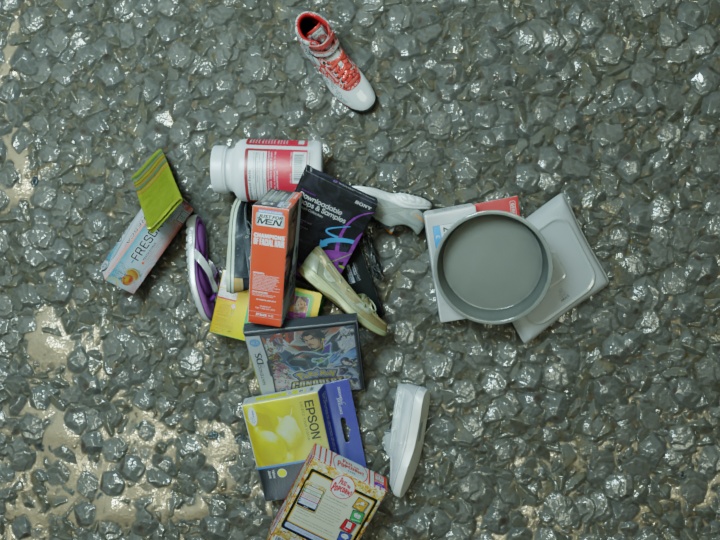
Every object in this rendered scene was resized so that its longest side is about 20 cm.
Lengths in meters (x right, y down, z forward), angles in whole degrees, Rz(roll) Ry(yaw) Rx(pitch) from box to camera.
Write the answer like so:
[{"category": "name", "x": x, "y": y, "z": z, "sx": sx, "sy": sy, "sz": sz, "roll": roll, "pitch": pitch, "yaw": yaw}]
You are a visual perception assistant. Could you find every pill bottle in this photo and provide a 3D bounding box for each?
[{"category": "pill bottle", "x": -0.167, "y": -0.181, "z": 1.060, "sx": 0.196, "sy": 0.112, "sz": 0.115, "roll": 1, "pitch": 89, "yaw": -2}]

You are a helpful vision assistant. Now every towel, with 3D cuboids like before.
[{"category": "towel", "x": -0.375, "y": -0.150, "z": 1.062, "sx": 0.086, "sy": 0.018, "sz": 0.201, "roll": -46, "pitch": 44, "yaw": 9}]

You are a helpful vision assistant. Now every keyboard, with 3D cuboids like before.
[{"category": "keyboard", "x": 0.000, "y": 0.000, "z": 1.100, "sx": 0.103, "sy": 0.039, "sz": 0.203, "roll": -20, "pitch": 89, "yaw": 27}]

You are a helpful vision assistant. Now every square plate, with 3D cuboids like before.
[{"category": "square plate", "x": 0.332, "y": 0.000, "z": 1.040, "sx": 0.199, "sy": 0.028, "sz": 0.200, "roll": -34, "pitch": 103, "yaw": -3}]

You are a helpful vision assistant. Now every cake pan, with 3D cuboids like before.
[{"category": "cake pan", "x": 0.224, "y": -0.008, "z": 0.991, "sx": 0.197, "sy": 0.037, "sz": 0.204, "roll": 5, "pitch": 111, "yaw": 13}]

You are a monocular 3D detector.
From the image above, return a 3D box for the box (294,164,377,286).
[{"category": "box", "x": -0.074, "y": -0.069, "z": 1.040, "sx": 0.141, "sy": 0.036, "sz": 0.202, "roll": 22, "pitch": 114, "yaw": -15}]

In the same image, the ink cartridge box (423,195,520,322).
[{"category": "ink cartridge box", "x": 0.214, "y": -0.020, "z": 1.050, "sx": 0.173, "sy": 0.045, "sz": 0.204, "roll": -10, "pitch": 103, "yaw": 5}]

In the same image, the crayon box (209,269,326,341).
[{"category": "crayon box", "x": -0.172, "y": 0.078, "z": 1.090, "sx": 0.196, "sy": 0.058, "sz": 0.121, "roll": 13, "pitch": 90, "yaw": 4}]

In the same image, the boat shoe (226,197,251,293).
[{"category": "boat shoe", "x": -0.212, "y": -0.048, "z": 1.066, "sx": 0.061, "sy": 0.075, "sz": 0.203, "roll": 1, "pitch": 57, "yaw": -10}]

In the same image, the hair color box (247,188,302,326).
[{"category": "hair color box", "x": -0.142, "y": -0.023, "z": 0.973, "sx": 0.063, "sy": 0.111, "sz": 0.203, "roll": 7, "pitch": 112, "yaw": 3}]

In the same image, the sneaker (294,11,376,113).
[{"category": "sneaker", "x": -0.048, "y": -0.381, "z": 1.067, "sx": 0.067, "sy": 0.108, "sz": 0.202, "roll": -39, "pitch": 87, "yaw": 2}]

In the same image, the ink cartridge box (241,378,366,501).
[{"category": "ink cartridge box", "x": -0.100, "y": 0.314, "z": 1.068, "sx": 0.196, "sy": 0.047, "sz": 0.201, "roll": -11, "pitch": 101, "yaw": 5}]

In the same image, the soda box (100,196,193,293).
[{"category": "soda box", "x": -0.402, "y": -0.062, "z": 1.094, "sx": 0.063, "sy": 0.068, "sz": 0.201, "roll": 36, "pitch": 91, "yaw": -37}]

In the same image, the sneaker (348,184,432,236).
[{"category": "sneaker", "x": 0.030, "y": -0.114, "z": 1.075, "sx": 0.196, "sy": 0.074, "sz": 0.081, "roll": 12, "pitch": 95, "yaw": 4}]

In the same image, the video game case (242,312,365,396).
[{"category": "video game case", "x": -0.095, "y": 0.157, "z": 1.039, "sx": 0.196, "sy": 0.026, "sz": 0.183, "roll": -5, "pitch": 129, "yaw": 0}]

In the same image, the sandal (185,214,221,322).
[{"category": "sandal", "x": -0.288, "y": -0.006, "z": 1.087, "sx": 0.049, "sy": 0.082, "sz": 0.207, "roll": -10, "pitch": 87, "yaw": 7}]

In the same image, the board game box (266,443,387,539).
[{"category": "board game box", "x": -0.062, "y": 0.436, "z": 1.051, "sx": 0.150, "sy": 0.046, "sz": 0.202, "roll": 27, "pitch": 102, "yaw": -6}]

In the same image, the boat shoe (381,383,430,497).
[{"category": "boat shoe", "x": 0.075, "y": 0.309, "z": 1.068, "sx": 0.067, "sy": 0.072, "sz": 0.204, "roll": 12, "pitch": 96, "yaw": 25}]

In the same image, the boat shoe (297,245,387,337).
[{"category": "boat shoe", "x": -0.020, "y": 0.042, "z": 1.038, "sx": 0.200, "sy": 0.073, "sz": 0.063, "roll": 40, "pitch": 83, "yaw": -8}]
